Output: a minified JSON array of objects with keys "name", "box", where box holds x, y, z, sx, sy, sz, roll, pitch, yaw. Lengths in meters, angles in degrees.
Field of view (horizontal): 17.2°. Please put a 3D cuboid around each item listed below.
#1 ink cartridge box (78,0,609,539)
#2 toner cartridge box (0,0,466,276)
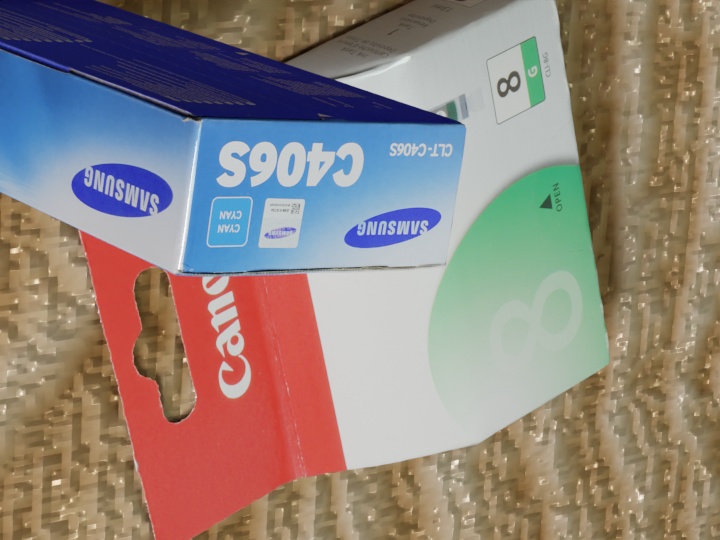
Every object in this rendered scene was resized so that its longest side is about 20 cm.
[{"name":"ink cartridge box","box":[0.000,0.000,0.875,0.199,0.050,0.162,-29,121,-33]},{"name":"toner cartridge box","box":[-0.069,-0.045,0.698,0.094,0.199,0.044,-3,107,-39]}]
